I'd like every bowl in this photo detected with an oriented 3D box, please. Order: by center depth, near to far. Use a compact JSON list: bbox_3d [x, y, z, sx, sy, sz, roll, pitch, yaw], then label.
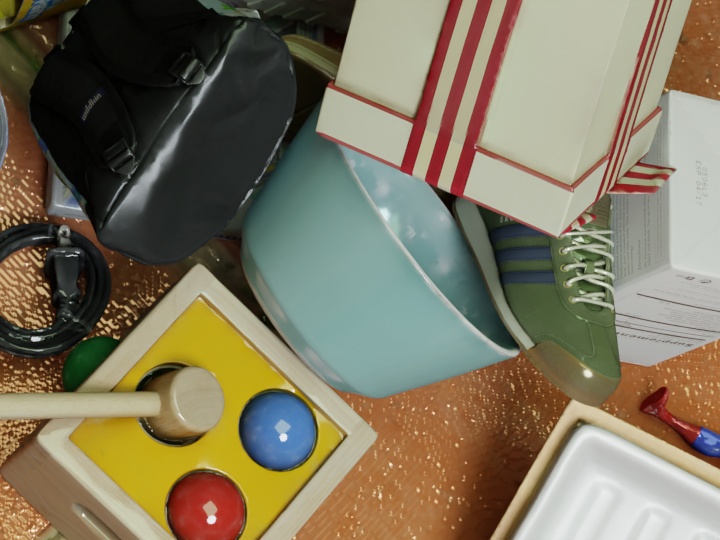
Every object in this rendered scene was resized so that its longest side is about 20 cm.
[{"bbox_3d":[0.000,0.000,1.583,0.105,0.201,0.201,-37,90,13],"label":"bowl"}]

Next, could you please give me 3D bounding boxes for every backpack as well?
[{"bbox_3d":[-0.125,-0.100,1.551,0.154,0.200,0.163,32,92,-45],"label":"backpack"}]

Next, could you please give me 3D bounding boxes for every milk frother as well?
[{"bbox_3d":[-0.237,-0.038,1.513,0.199,0.188,0.181,-11,81,-21],"label":"milk frother"}]

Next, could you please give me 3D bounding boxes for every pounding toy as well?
[{"bbox_3d":[-0.123,0.102,1.545,0.200,0.142,0.184,44,64,-5],"label":"pounding toy"}]

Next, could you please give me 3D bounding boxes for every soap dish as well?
[{"bbox_3d":[0.179,0.186,1.646,0.200,0.081,0.158,27,99,-13],"label":"soap dish"}]

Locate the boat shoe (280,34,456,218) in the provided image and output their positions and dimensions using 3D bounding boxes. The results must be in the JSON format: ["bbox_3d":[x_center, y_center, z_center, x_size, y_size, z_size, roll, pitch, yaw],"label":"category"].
[{"bbox_3d":[0.011,-0.101,1.687,0.200,0.073,0.063,31,46,-26],"label":"boat shoe"}]

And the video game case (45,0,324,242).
[{"bbox_3d":[-0.112,-0.121,1.682,0.182,0.022,0.201,8,72,-19],"label":"video game case"}]

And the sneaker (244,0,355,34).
[{"bbox_3d":[-0.029,-0.213,1.682,0.200,0.076,0.081,19,58,-54],"label":"sneaker"}]

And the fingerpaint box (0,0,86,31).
[{"bbox_3d":[-0.241,-0.195,1.544,0.166,0.200,0.074,-19,84,-18],"label":"fingerpaint box"}]

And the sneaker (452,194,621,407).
[{"bbox_3d":[0.125,-0.014,1.599,0.067,0.090,0.200,17,32,-36],"label":"sneaker"}]

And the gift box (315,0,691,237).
[{"bbox_3d":[0.103,-0.134,1.505,0.184,0.187,0.200,27,28,20],"label":"gift box"}]

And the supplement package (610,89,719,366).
[{"bbox_3d":[0.197,-0.023,1.672,0.119,0.200,0.122,10,71,-26],"label":"supplement package"}]

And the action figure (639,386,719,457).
[{"bbox_3d":[0.287,0.146,1.724,0.200,0.099,0.065,30,67,-14],"label":"action figure"}]
